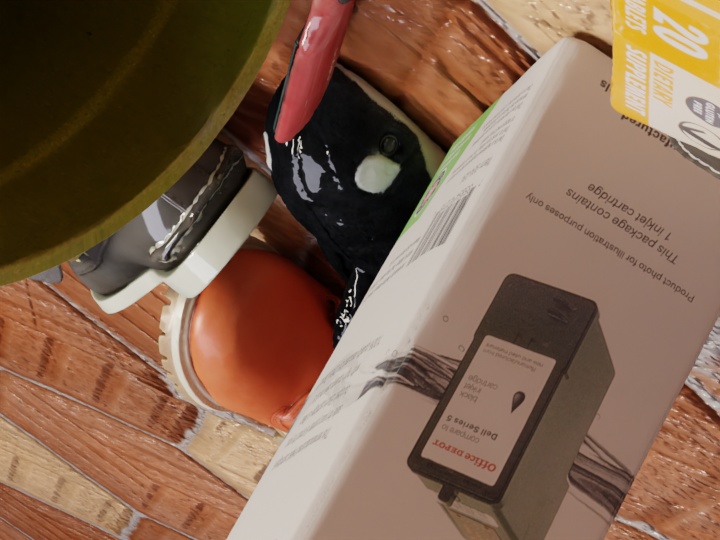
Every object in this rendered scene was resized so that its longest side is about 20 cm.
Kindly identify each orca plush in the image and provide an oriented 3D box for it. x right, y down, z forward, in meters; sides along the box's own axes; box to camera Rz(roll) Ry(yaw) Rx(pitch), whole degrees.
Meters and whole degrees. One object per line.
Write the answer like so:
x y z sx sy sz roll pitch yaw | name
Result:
0.000 0.000 1.027 0.105 0.071 0.200 26 164 13 | orca plush

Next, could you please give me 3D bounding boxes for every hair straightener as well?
-0.036 -0.097 0.845 0.077 0.041 0.200 29 164 1 | hair straightener

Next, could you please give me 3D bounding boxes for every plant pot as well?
-0.146 -0.120 0.744 0.193 0.201 0.200 31 170 48 | plant pot

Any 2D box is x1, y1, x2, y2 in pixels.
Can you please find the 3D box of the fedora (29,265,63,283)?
-0.177 -0.080 1.058 0.200 0.090 0.177 14 158 41 | fedora

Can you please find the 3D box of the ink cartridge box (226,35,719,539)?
0.033 0.046 0.871 0.084 0.200 0.145 31 165 -5 | ink cartridge box

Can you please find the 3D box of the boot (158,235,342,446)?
-0.004 0.044 1.188 0.107 0.075 0.200 15 167 34 | boot

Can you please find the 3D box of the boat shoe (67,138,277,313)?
-0.087 -0.028 1.091 0.061 0.072 0.201 38 167 -12 | boat shoe

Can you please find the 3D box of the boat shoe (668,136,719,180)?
0.164 0.007 0.756 0.200 0.073 0.072 29 164 1 | boat shoe

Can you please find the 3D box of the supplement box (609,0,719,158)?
0.155 -0.047 0.603 0.199 0.074 0.126 25 164 15 | supplement box
